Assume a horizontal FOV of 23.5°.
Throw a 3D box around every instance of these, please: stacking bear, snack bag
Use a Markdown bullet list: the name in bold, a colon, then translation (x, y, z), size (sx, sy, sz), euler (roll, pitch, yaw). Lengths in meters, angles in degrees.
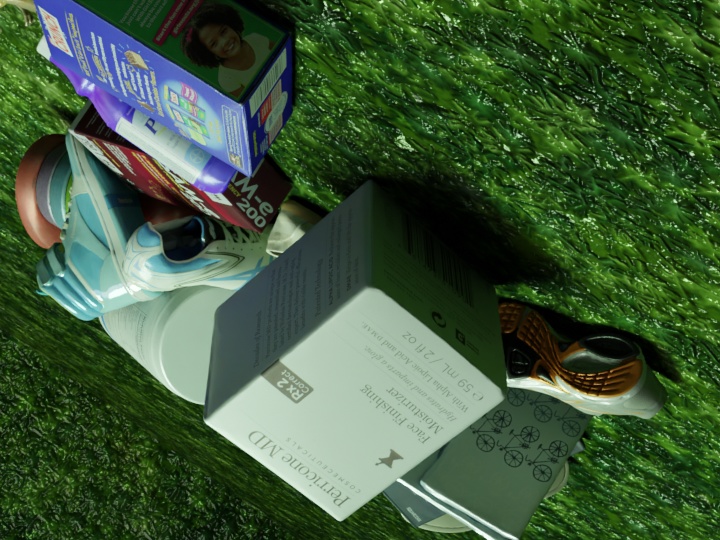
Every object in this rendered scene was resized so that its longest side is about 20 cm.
- **stacking bear**: translation (-0.253, -0.075, 1.822), size (0.200, 0.122, 0.114), euler (14, 157, 28)
- **snack bag**: translation (0.100, 0.139, 1.618), size (0.200, 0.189, 0.021), euler (30, 145, 12)

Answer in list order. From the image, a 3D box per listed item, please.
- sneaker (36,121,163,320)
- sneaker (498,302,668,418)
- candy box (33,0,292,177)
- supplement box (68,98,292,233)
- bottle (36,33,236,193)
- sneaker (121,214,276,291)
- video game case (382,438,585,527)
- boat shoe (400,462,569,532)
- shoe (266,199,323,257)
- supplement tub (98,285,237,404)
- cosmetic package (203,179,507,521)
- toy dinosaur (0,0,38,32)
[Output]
- **sneaker**: translation (-0.285, -0.043, 1.738), size (0.080, 0.130, 0.200), euler (11, -125, -64)
- **sneaker**: translation (0.179, 0.091, 1.518), size (0.200, 0.076, 0.092), euler (19, 163, 45)
- **candy box**: translation (-0.154, -0.177, 1.358), size (0.200, 0.077, 0.169), euler (31, 165, 6)
- **supplement box**: translation (-0.171, -0.107, 1.634), size (0.200, 0.061, 0.109), euler (18, 160, 42)
- **bottle**: translation (-0.181, -0.150, 1.481), size (0.200, 0.084, 0.065), euler (35, 167, -5)
- **sneaker**: translation (-0.138, -0.023, 1.682), size (0.072, 0.200, 0.073), euler (56, 132, 26)
- **video game case**: translation (0.116, 0.187, 1.754), size (0.143, 0.200, 0.019), euler (53, -165, -51)
- **boat shoe**: translation (0.126, 0.233, 1.880), size (0.063, 0.200, 0.073), euler (-159, 59, -66)
- **shoe**: translation (0.000, 0.000, 1.628), size (0.200, 0.053, 0.070), euler (27, 164, 21)
- **supplement tub**: translation (-0.185, 0.049, 1.803), size (0.132, 0.132, 0.200), euler (43, 172, -31)
- **cosmetic package**: translation (-0.005, 0.068, 1.475), size (0.165, 0.200, 0.165), euler (39, -155, -23)
- **toy dinosaur**: translation (-0.351, -0.267, 1.553), size (0.200, 0.058, 0.101), euler (29, 151, -14)
